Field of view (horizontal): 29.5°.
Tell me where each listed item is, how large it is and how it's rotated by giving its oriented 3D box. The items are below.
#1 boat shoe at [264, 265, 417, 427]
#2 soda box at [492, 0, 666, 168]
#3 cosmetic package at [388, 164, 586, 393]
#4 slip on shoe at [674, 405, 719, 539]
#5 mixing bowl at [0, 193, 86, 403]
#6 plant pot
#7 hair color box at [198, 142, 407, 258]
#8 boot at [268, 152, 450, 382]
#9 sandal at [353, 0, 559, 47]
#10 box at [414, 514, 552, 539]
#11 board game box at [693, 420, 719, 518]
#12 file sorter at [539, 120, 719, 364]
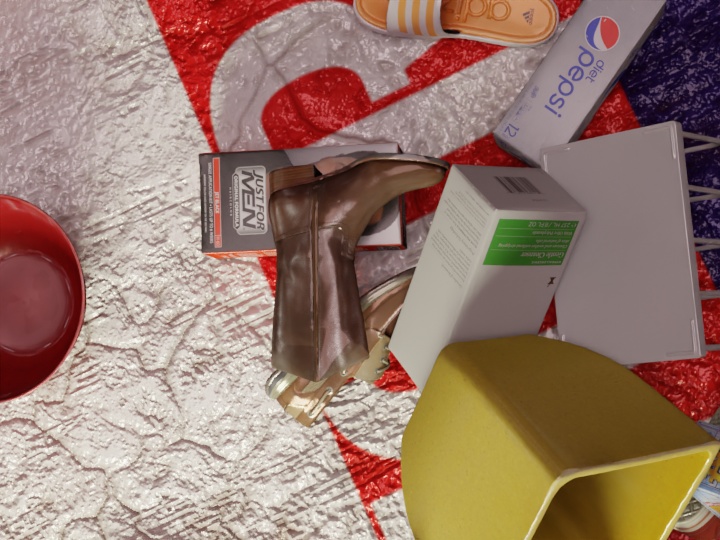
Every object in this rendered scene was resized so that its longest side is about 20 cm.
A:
[{"bbox_3d":[-0.001,0.074,1.322,0.200,0.076,0.072,-41,86,13],"label":"boat shoe"},{"bbox_3d":[0.210,-0.189,1.310,0.068,0.063,0.201,34,91,10],"label":"soda box"},{"bbox_3d":[0.112,0.011,1.240,0.106,0.085,0.202,-2,123,-30],"label":"cosmetic package"},{"bbox_3d":[0.359,0.168,1.274,0.201,0.074,0.061,-51,125,-7],"label":"slip on shoe"},{"bbox_3d":[-0.350,0.031,1.348,0.197,0.108,0.203,-1,86,8],"label":"mixing bowl"},{"bbox_3d":[0.144,0.165,1.172,0.200,0.192,0.197,50,130,39],"label":"plant pot"},{"bbox_3d":[-0.056,-0.067,1.339,0.197,0.061,0.103,-3,85,7],"label":"hair color box"},{"bbox_3d":[0.000,0.000,1.257,0.184,0.064,0.203,-7,78,21],"label":"boot"},{"bbox_3d":[0.093,-0.266,1.332,0.204,0.059,0.080,8,87,8],"label":"sandal"},{"bbox_3d":[0.107,0.280,1.225,0.141,0.200,0.079,38,128,6],"label":"box"},{"bbox_3d":[0.377,0.205,1.164,0.199,0.200,0.062,34,74,-12],"label":"board game box"},{"bbox_3d":[0.262,-0.019,1.246,0.137,0.124,0.203,-9,85,39],"label":"file sorter"}]
